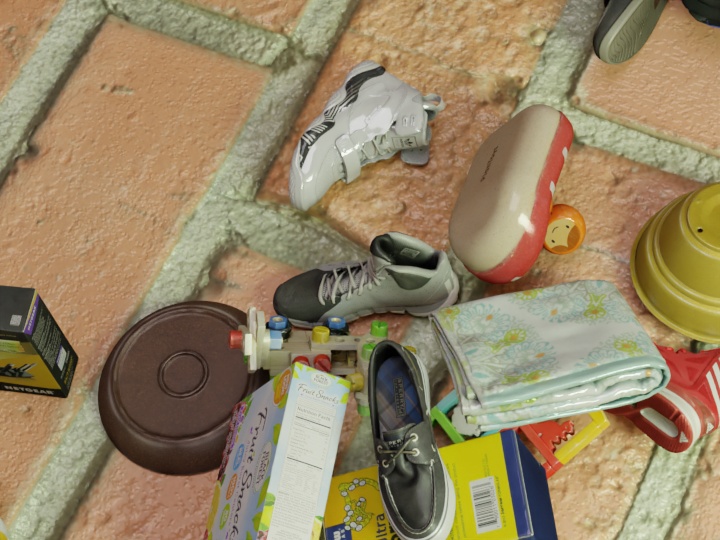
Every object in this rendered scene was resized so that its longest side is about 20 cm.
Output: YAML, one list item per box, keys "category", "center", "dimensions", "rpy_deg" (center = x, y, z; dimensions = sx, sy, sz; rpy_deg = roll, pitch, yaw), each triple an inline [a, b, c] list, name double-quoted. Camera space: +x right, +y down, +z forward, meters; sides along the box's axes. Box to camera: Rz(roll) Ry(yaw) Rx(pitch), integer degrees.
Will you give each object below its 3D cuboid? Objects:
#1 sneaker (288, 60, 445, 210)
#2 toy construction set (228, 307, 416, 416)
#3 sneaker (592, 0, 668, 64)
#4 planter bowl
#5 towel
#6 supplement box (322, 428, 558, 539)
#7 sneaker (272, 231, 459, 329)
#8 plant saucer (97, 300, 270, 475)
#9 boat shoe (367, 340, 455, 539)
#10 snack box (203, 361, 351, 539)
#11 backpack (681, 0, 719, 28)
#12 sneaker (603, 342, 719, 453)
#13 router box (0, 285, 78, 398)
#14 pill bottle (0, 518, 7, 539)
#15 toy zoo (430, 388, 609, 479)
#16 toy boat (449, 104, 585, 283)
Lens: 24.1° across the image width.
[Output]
- category: "sneaker"
  center: [0.007, -0.138, 1.849]
  dimensions: [0.114, 0.075, 0.201]
  rpy_deg: [22, 64, 22]
- category: "toy construction set"
  center: [-0.043, 0.090, 1.697]
  dimensions: [0.199, 0.093, 0.131]
  rpy_deg: [14, 20, -15]
- category: "sneaker"
  center: [0.287, -0.316, 1.914]
  dimensions: [0.106, 0.075, 0.200]
  rpy_deg: [21, 58, 24]
- category: "planter bowl"
  center: [0.375, -0.029, 1.713]
  dimensions: [0.199, 0.084, 0.201]
  rpy_deg: [-3, 51, 4]
- category: "towel"
  center: [0.175, 0.074, 1.614]
  dimensions: [0.198, 0.048, 0.172]
  rpy_deg: [-10, 33, -7]
- category: "supplement box"
  center: [0.075, 0.240, 1.592]
  dimensions: [0.199, 0.109, 0.110]
  rpy_deg: [-17, 59, 14]
- category: "sneaker"
  center: [0.000, 0.000, 1.753]
  dimensions: [0.198, 0.116, 0.076]
  rpy_deg: [-7, 61, 4]
- category: "plant saucer"
  center: [-0.182, 0.114, 1.766]
  dimensions: [0.199, 0.035, 0.202]
  rpy_deg: [-3, 61, 6]
- category: "boat shoe"
  center: [0.040, 0.154, 1.546]
  dimensions: [0.069, 0.066, 0.201]
  rpy_deg: [-14, 59, 17]
- category: "snack box"
  center: [-0.086, 0.209, 1.618]
  dimensions: [0.067, 0.169, 0.201]
  rpy_deg: [20, 64, -19]
- category: "backpack"
  center: [0.452, -0.340, 1.850]
  dimensions: [0.198, 0.163, 0.168]
  rpy_deg: [10, 34, 14]
- category: "sneaker"
  center: [0.295, 0.099, 1.696]
  dimensions: [0.115, 0.079, 0.200]
  rpy_deg: [-19, 48, -31]
- category: "router box"
  center: [-0.411, 0.068, 1.755]
  dimensions: [0.198, 0.158, 0.053]
  rpy_deg: [5, 62, 12]
- category: "pill bottle"
  center: [-0.403, 0.298, 1.654]
  dimensions: [0.111, 0.112, 0.201]
  rpy_deg: [-7, 61, 5]
- category: "toy zoo"
  center: [0.154, 0.148, 1.673]
  dimensions: [0.200, 0.020, 0.131]
  rpy_deg: [-41, 63, 4]
- category: "toy boat"
  center: [0.180, -0.065, 1.760]
  dimensions: [0.130, 0.130, 0.201]
  rpy_deg: [37, 50, -15]
